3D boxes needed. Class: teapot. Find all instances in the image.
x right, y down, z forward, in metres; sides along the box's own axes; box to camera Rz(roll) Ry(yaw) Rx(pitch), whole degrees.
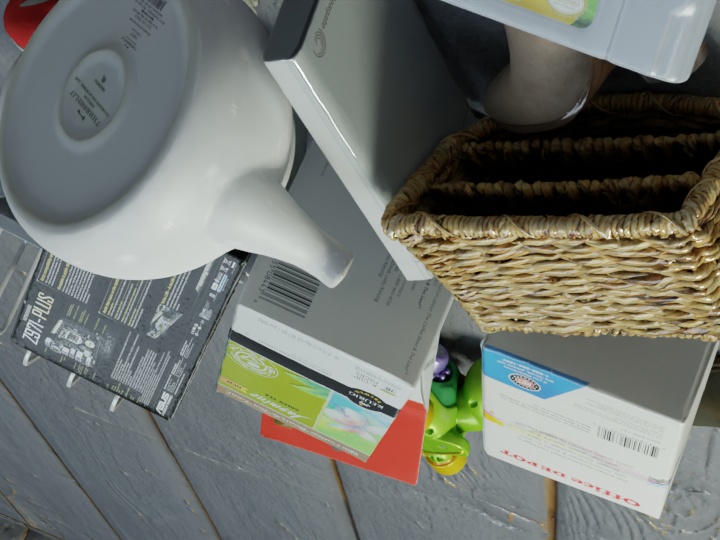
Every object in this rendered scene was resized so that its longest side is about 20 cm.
[{"bbox_3d":[-0.111,-0.079,0.938,0.196,0.203,0.145,-15,155,34],"label":"teapot"}]

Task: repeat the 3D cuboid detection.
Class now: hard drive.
[{"bbox_3d":[0.013,-0.107,0.951,0.026,0.133,0.201,-3,142,29],"label":"hard drive"}]

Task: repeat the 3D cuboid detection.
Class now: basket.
[{"bbox_3d":[0.136,-0.052,0.934,0.198,0.144,0.149,1,154,32],"label":"basket"}]

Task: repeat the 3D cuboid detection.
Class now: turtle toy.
[{"bbox_3d":[0.059,0.113,1.419,0.198,0.102,0.146,12,159,26],"label":"turtle toy"}]

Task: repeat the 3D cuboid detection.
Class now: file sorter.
[{"bbox_3d":[-0.290,0.030,1.513,0.198,0.126,0.139,27,-177,-3],"label":"file sorter"}]

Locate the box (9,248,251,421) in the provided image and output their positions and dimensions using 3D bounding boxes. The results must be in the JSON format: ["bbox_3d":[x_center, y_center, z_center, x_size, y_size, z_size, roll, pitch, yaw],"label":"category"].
[{"bbox_3d":[-0.191,0.005,1.359,0.162,0.086,0.201,26,126,-3],"label":"box"}]

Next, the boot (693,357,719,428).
[{"bbox_3d":[0.296,0.124,1.209,0.074,0.098,0.199,36,154,-24],"label":"boot"}]

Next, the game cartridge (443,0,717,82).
[{"bbox_3d":[0.087,-0.185,0.765,0.198,0.040,0.135,21,118,11],"label":"game cartridge"}]

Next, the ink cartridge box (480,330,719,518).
[{"bbox_3d":[0.178,0.060,1.133,0.146,0.146,0.201,20,156,13],"label":"ink cartridge box"}]

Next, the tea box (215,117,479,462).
[{"bbox_3d":[0.000,0.000,1.117,0.132,0.202,0.197,24,156,1],"label":"tea box"}]

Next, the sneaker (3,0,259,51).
[{"bbox_3d":[-0.163,-0.185,1.043,0.198,0.078,0.085,-1,163,28],"label":"sneaker"}]

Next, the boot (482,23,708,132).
[{"bbox_3d":[0.097,-0.156,0.877,0.146,0.071,0.199,44,151,-23],"label":"boot"}]

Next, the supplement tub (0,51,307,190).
[{"bbox_3d":[-0.153,-0.102,1.148,0.198,0.133,0.132,10,153,32],"label":"supplement tub"}]

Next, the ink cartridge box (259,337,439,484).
[{"bbox_3d":[-0.016,0.073,1.325,0.161,0.203,0.057,15,-166,22],"label":"ink cartridge box"}]
